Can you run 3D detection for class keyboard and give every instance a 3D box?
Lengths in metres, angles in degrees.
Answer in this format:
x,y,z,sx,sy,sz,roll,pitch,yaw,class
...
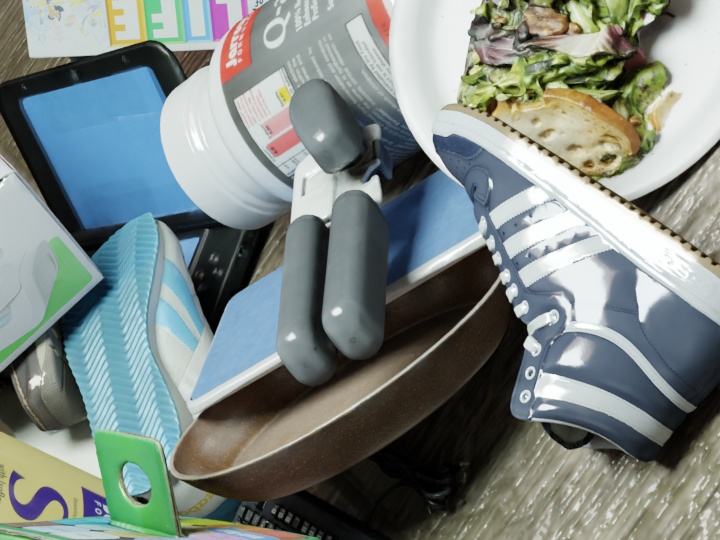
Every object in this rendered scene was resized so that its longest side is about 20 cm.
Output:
x,y,z,sx,sy,sz,roll,pitch,yaw,class
-0.008,0.136,1.297,0.200,0.021,0.128,21,80,58,keyboard

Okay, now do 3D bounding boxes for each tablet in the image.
x,y,z,sx,sy,sz,roll,pitch,yaw,class
0.000,0.000,1.350,0.199,0.014,0.130,-31,18,21,tablet

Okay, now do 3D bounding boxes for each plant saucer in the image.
x,y,z,sx,sy,sz,roll,pitch,yaw,class
-0.003,0.055,1.283,0.200,0.035,0.200,-31,12,7,plant saucer

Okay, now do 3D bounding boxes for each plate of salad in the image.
x,y,z,sx,sy,sz,roll,pitch,yaw,class
0.103,-0.127,1.277,0.199,0.048,0.201,-7,72,22,plate of salad

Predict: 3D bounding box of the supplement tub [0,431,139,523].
x,y,z,sx,sy,sz,roll,pitch,yaw,class
-0.195,0.160,1.356,0.145,0.199,0.146,-39,36,36,supplement tub

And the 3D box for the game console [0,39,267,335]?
x,y,z,sx,sy,sz,roll,pitch,yaw,class
-0.161,-0.023,1.565,0.200,0.116,0.177,-8,55,52,game console

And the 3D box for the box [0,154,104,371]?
x,y,z,sx,sy,sz,roll,pitch,yaw,class
-0.272,0.008,1.457,0.200,0.097,0.176,-43,36,-7,box

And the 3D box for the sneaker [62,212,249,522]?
x,y,z,sx,sy,sz,roll,pitch,yaw,class
-0.108,0.055,1.436,0.076,0.081,0.201,-36,44,24,sneaker

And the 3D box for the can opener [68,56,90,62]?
x,y,z,sx,sy,sz,roll,pitch,yaw,class
-0.151,-0.154,1.611,0.067,0.201,0.053,-9,26,42,can opener

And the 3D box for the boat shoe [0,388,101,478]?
x,y,z,sx,sy,sz,roll,pitch,yaw,class
-0.175,0.101,1.523,0.072,0.069,0.200,-24,32,-21,boat shoe

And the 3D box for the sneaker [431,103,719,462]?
x,y,z,sx,sy,sz,roll,pitch,yaw,class
0.084,0.008,1.190,0.200,0.070,0.109,37,96,35,sneaker

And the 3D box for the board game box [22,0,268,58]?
x,y,z,sx,sy,sz,roll,pitch,yaw,class
-0.104,-0.199,1.539,0.199,0.135,0.034,-3,20,8,board game box

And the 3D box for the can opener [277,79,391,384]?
x,y,z,sx,sy,sz,roll,pitch,yaw,class
-0.021,-0.026,1.277,0.053,0.067,0.200,-29,26,18,can opener

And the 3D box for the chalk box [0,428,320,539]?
x,y,z,sx,sy,sz,roll,pitch,yaw,class
-0.100,0.176,1.218,0.125,0.123,0.201,3,91,56,chalk box

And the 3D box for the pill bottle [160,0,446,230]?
x,y,z,sx,sy,sz,roll,pitch,yaw,class
-0.011,-0.105,1.428,0.200,0.116,0.116,-31,39,37,pill bottle

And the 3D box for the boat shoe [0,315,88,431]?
x,y,z,sx,sy,sz,roll,pitch,yaw,class
-0.204,0.042,1.508,0.073,0.075,0.200,-31,29,0,boat shoe
